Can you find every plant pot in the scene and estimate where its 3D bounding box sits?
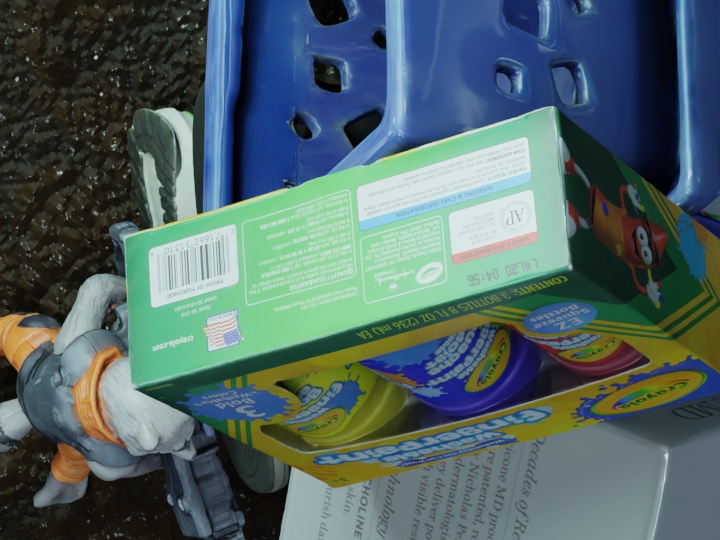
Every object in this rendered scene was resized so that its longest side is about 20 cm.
[{"bbox_3d":[0.049,-0.090,1.275,0.179,0.201,0.200,11,153,-23],"label":"plant pot"}]

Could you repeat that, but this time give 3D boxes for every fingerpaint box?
[{"bbox_3d":[0.031,0.019,1.188,0.199,0.167,0.074,-15,65,25],"label":"fingerpaint box"}]

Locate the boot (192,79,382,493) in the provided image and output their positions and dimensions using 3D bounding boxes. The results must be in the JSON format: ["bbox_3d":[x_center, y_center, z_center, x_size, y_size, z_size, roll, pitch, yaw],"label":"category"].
[{"bbox_3d":[0.001,-0.001,1.409,0.153,0.073,0.204,-8,98,-27],"label":"boot"}]

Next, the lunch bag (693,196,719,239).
[{"bbox_3d":[0.242,-0.083,1.300,0.124,0.170,0.200,27,94,-41],"label":"lunch bag"}]

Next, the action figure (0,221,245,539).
[{"bbox_3d":[-0.131,0.088,1.440,0.104,0.193,0.201,-24,94,-31],"label":"action figure"}]

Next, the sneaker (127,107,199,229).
[{"bbox_3d":[-0.055,0.003,1.462,0.088,0.077,0.201,-18,120,-18],"label":"sneaker"}]

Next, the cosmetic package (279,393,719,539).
[{"bbox_3d":[0.092,0.115,1.349,0.200,0.167,0.167,21,108,36],"label":"cosmetic package"}]
